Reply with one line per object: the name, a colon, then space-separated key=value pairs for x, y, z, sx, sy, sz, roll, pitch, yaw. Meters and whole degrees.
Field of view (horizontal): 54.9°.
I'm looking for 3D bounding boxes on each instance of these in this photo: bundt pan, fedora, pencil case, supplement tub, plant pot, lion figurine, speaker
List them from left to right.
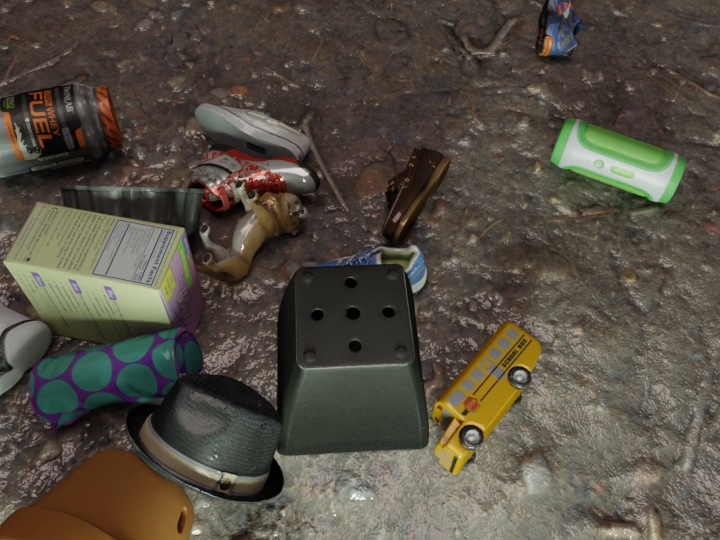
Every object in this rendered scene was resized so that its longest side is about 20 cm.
supplement tub: x=-0.488 y=-0.224 z=1.097 sx=0.197 sy=0.123 sz=0.124 roll=-16 pitch=58 yaw=-13
plant pot: x=-0.268 y=0.287 z=0.729 sx=0.197 sy=0.202 sz=0.141 roll=18 pitch=41 yaw=10
pencil case: x=-0.302 y=0.135 z=0.866 sx=0.197 sy=0.085 sz=0.094 roll=-12 pitch=99 yaw=3
bundt pan: x=-0.320 y=-0.081 z=0.986 sx=0.199 sy=0.202 sz=0.077 roll=0 pitch=97 yaw=-2
fedora: x=-0.162 y=0.177 z=0.794 sx=0.199 sy=0.200 sz=0.092 roll=31 pitch=95 yaw=17
lion figurine: x=-0.165 y=-0.047 z=1.019 sx=0.072 sy=0.123 sz=0.200 roll=31 pitch=75 yaw=36
plant pot: x=-0.012 y=0.100 z=0.867 sx=0.196 sy=0.178 sz=0.202 roll=-2 pitch=56 yaw=-3
speaker: x=0.417 y=-0.180 z=1.133 sx=0.198 sy=0.089 sz=0.089 roll=23 pitch=57 yaw=13

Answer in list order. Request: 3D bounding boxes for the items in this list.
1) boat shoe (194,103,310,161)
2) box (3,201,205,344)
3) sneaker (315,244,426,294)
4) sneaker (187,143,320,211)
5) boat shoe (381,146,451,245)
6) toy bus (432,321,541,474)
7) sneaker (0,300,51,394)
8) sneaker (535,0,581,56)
boat shoe: x=-0.177 y=-0.234 z=1.151 sx=0.198 sy=0.072 sz=0.066 roll=22 pitch=53 yaw=11
box: x=-0.323 y=0.017 z=0.908 sx=0.197 sy=0.177 sz=0.098 roll=10 pitch=56 yaw=5
sneaker: x=0.000 y=0.000 z=0.995 sx=0.197 sy=0.077 sz=0.077 roll=-11 pitch=58 yaw=-8
sneaker: x=-0.170 y=-0.129 z=1.077 sx=0.199 sy=0.068 sz=0.109 roll=16 pitch=51 yaw=14
boat shoe: x=0.074 y=-0.121 z=1.086 sx=0.070 sy=0.071 sz=0.201 roll=28 pitch=50 yaw=7
toy bus: x=0.159 y=0.163 z=0.898 sx=0.078 sy=0.065 sz=0.200 roll=36 pitch=62 yaw=21
sneaker: x=-0.511 y=0.120 z=0.894 sx=0.114 sy=0.076 sz=0.200 roll=29 pitch=54 yaw=17
sneaker: x=0.394 y=-0.489 z=1.358 sx=0.077 sy=0.076 sz=0.202 roll=16 pitch=64 yaw=-2
